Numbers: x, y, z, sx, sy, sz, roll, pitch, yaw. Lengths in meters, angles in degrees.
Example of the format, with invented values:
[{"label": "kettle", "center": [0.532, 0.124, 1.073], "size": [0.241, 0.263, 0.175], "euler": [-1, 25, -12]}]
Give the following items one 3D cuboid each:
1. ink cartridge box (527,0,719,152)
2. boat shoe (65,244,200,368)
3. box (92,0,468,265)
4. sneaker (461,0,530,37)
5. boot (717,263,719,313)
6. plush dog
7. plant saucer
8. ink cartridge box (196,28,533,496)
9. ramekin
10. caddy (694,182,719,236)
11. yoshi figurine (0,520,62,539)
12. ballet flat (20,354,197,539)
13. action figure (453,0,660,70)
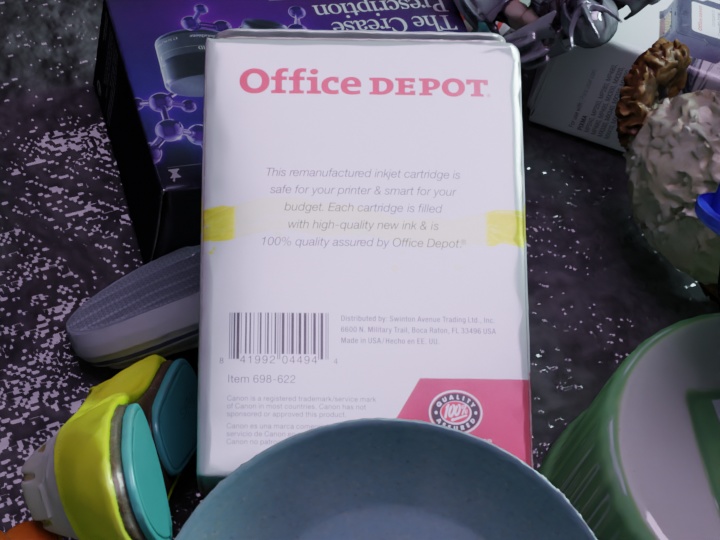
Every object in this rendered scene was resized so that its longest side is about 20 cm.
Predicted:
[{"label": "ink cartridge box", "center": [0.215, -0.134, 1.031], "size": [0.199, 0.085, 0.145], "euler": [19, 51, 1]}, {"label": "boat shoe", "center": [-0.044, 0.017, 0.857], "size": [0.199, 0.067, 0.074], "euler": [-21, 22, -2]}, {"label": "box", "center": [-0.032, -0.083, 0.936], "size": [0.199, 0.079, 0.142], "euler": [-8, 58, -20]}, {"label": "sneaker", "center": [0.083, -0.212, 1.065], "size": [0.093, 0.070, 0.200], "euler": [28, 54, 1]}, {"label": "boot", "center": [0.233, 0.061, 0.766], "size": [0.096, 0.075, 0.201], "euler": [-1, 51, -11]}, {"label": "plush dog", "center": [0.222, -0.054, 0.902], "size": [0.160, 0.171, 0.201], "euler": [-28, 93, -58]}, {"label": "plant saucer", "center": [0.011, 0.161, 0.703], "size": [0.200, 0.039, 0.202], "euler": [0, 87, 4]}, {"label": "ink cartridge box", "center": [0.000, 0.000, 0.777], "size": [0.144, 0.083, 0.201], "euler": [1, 76, -3]}, {"label": "ramekin", "center": [0.188, 0.116, 0.823], "size": [0.199, 0.098, 0.201], "euler": [7, 52, -9]}, {"label": "caddy", "center": [0.245, -0.016, 0.738], "size": [0.199, 0.106, 0.141], "euler": [16, 14, -6]}, {"label": "yoshi figurine", "center": [-0.210, 0.173, 0.692], "size": [0.199, 0.112, 0.113], "euler": [-8, 95, -36]}, {"label": "ballet flat", "center": [-0.110, 0.084, 0.743], "size": [0.067, 0.200, 0.067], "euler": [-15, 99, 4]}, {"label": "action figure", "center": [0.110, -0.187, 0.962], "size": [0.129, 0.070, 0.201], "euler": [-19, 42, 9]}]
